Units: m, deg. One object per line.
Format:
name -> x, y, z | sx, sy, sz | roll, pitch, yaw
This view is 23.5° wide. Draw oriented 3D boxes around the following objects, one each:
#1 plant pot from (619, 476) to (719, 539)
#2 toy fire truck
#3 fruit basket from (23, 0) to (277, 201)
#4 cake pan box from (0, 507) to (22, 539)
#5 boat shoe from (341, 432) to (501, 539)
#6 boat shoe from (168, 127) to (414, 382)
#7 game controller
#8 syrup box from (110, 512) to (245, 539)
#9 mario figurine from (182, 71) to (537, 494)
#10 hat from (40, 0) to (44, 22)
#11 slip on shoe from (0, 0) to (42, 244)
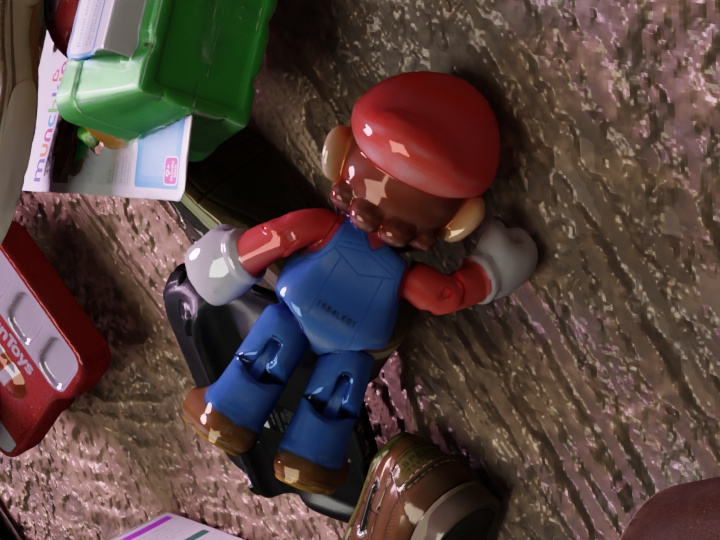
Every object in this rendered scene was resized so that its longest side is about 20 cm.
plant pot -> 0.222, 0.138, 0.619 | 0.200, 0.187, 0.187 | -27, 89, 38
toy fire truck -> -0.250, 0.020, 1.132 | 0.200, 0.112, 0.168 | 54, 135, 12
fruit basket -> -0.123, -0.129, 0.876 | 0.200, 0.094, 0.186 | 9, 84, 50
cake pan box -> -0.307, 0.261, 1.378 | 0.184, 0.052, 0.200 | 52, 140, 12
boat shoe -> 0.016, 0.172, 0.948 | 0.068, 0.072, 0.200 | 44, 128, 29
boat shoe -> -0.058, -0.014, 0.920 | 0.201, 0.072, 0.066 | 43, 132, 18
game controller -> -0.041, 0.069, 0.919 | 0.104, 0.042, 0.200 | 13, 148, 19
syrup box -> -0.082, 0.218, 1.069 | 0.200, 0.081, 0.079 | 10, 116, 46
mario figurine -> 0.000, 0.000, 0.810 | 0.106, 0.123, 0.200 | 29, 90, 48
hat -> -0.243, -0.170, 1.092 | 0.200, 0.176, 0.166 | -32, 81, 14
slip on shoe -> -0.196, -0.112, 0.886 | 0.076, 0.060, 0.201 | 171, 105, -70
